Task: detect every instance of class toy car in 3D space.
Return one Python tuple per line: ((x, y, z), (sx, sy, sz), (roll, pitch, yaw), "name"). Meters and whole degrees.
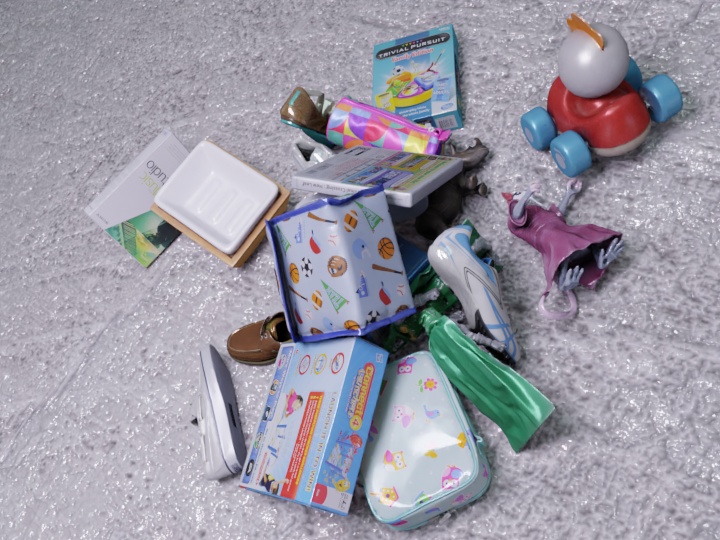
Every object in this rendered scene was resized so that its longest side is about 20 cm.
((0.316, -0.275, 0.997), (0.182, 0.202, 0.178), (-30, 38, 0), "toy car")

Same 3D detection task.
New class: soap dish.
((-0.232, -0.110, 1.210), (0.198, 0.082, 0.158), (32, 76, 21), "soap dish")

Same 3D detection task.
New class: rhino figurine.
((0.142, -0.127, 1.088), (0.086, 0.060, 0.203), (5, 59, 37), "rhino figurine")

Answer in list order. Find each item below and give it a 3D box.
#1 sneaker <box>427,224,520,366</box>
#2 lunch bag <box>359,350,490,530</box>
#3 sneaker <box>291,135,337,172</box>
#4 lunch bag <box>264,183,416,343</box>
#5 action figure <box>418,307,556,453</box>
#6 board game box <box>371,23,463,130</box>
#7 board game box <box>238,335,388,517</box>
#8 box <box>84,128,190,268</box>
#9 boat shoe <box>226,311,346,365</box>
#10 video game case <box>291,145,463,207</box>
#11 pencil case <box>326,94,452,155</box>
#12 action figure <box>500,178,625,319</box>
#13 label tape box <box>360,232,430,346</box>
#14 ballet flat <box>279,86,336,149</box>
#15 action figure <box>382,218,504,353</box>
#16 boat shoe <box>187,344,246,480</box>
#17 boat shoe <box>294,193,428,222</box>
((0.157, 0.034, 0.910), (0.072, 0.202, 0.072), (-36, 18, -13), "sneaker")
((0.070, 0.213, 0.901), (0.158, 0.077, 0.203), (-26, 53, 6), "lunch bag")
((-0.047, -0.157, 1.179), (0.198, 0.081, 0.071), (31, 74, 33), "sneaker")
((-0.047, -0.001, 0.923), (0.198, 0.122, 0.174), (-10, 94, 52), "lunch bag")
((0.145, 0.118, 0.878), (0.054, 0.119, 0.200), (-31, 66, -37), "action figure")
((0.095, -0.320, 1.235), (0.148, 0.047, 0.204), (-10, 57, 18), "board game box")
((-0.064, 0.192, 0.917), (0.194, 0.055, 0.204), (-12, 57, 55), "board game box")
((-0.358, -0.124, 1.255), (0.200, 0.145, 0.036), (-47, 39, -8), "box")
((-0.119, 0.090, 1.065), (0.196, 0.068, 0.073), (-11, 57, 18), "boat shoe")
((0.029, -0.137, 1.012), (0.178, 0.023, 0.200), (11, 25, 25), "video game case")
((0.045, -0.214, 1.140), (0.196, 0.089, 0.090), (20, 68, 13), "pencil case")
((0.259, -0.047, 0.985), (0.200, 0.131, 0.152), (45, 126, 49), "action figure")
((0.000, 0.000, 1.070), (0.144, 0.064, 0.199), (-46, 52, -9), "label tape box")
((-0.073, -0.253, 1.174), (0.067, 0.199, 0.074), (24, 95, 18), "ballet flat")
((0.105, 0.038, 0.977), (0.200, 0.118, 0.055), (-44, 38, 6), "action figure")
((-0.216, 0.204, 1.042), (0.065, 0.072, 0.203), (-22, 62, 3), "boat shoe")
((-0.001, -0.106, 1.053), (0.195, 0.075, 0.069), (-14, 41, 1), "boat shoe")
